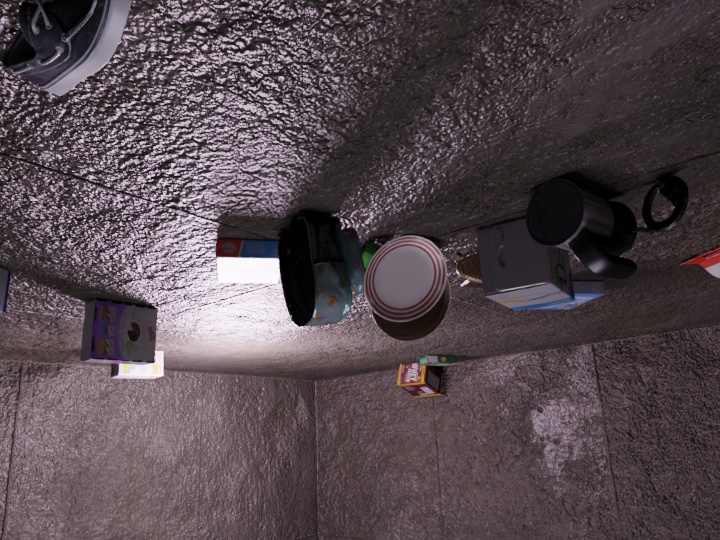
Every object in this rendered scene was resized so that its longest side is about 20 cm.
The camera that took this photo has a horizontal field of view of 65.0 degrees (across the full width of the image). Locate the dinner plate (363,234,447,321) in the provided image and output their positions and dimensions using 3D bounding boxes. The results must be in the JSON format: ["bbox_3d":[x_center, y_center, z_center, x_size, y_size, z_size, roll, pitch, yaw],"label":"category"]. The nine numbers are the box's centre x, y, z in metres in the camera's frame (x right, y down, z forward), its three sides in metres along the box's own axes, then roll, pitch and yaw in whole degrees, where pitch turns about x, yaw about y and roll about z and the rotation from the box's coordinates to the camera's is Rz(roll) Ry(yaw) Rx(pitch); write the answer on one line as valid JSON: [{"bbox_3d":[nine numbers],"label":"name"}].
[{"bbox_3d":[0.099,0.017,1.255,0.195,0.205,0.024,2,-160,-15],"label":"dinner plate"}]

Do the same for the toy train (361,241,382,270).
[{"bbox_3d":[0.000,0.000,1.314,0.055,0.042,0.201,20,145,-11],"label":"toy train"}]

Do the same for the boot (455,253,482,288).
[{"bbox_3d":[0.297,0.019,1.436,0.195,0.074,0.166,0,162,-22],"label":"boot"}]

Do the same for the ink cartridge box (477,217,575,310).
[{"bbox_3d":[0.359,-0.010,1.218,0.144,0.150,0.199,-12,162,32],"label":"ink cartridge box"}]

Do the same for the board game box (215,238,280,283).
[{"bbox_3d":[-0.251,-0.017,1.281,0.149,0.041,0.200,1,163,-14],"label":"board game box"}]

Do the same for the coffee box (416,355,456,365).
[{"bbox_3d":[0.427,0.504,3.154,0.196,0.045,0.123,6,161,-27],"label":"coffee box"}]

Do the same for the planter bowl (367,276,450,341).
[{"bbox_3d":[0.101,0.051,1.355,0.195,0.205,0.135,1,-169,-15],"label":"planter bowl"}]

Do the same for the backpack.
[{"bbox_3d":[-0.079,0.011,1.118,0.150,0.205,0.175,6,161,-28],"label":"backpack"}]

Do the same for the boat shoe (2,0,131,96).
[{"bbox_3d":[-0.280,-0.227,0.528,0.197,0.074,0.067,-8,166,42],"label":"boat shoe"}]

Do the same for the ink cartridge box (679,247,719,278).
[{"bbox_3d":[0.973,-0.020,1.467,0.195,0.051,0.162,-3,164,-13],"label":"ink cartridge box"}]

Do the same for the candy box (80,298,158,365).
[{"bbox_3d":[-0.704,0.185,1.661,0.071,0.172,0.198,-15,160,38],"label":"candy box"}]

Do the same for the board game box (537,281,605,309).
[{"bbox_3d":[0.611,0.079,1.749,0.195,0.044,0.199,1,162,-11],"label":"board game box"}]

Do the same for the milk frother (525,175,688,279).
[{"bbox_3d":[0.432,-0.105,0.986,0.185,0.181,0.203,9,117,-37],"label":"milk frother"}]

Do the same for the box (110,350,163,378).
[{"bbox_3d":[-0.978,0.412,2.480,0.197,0.115,0.100,12,157,-41],"label":"box"}]

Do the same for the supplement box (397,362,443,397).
[{"bbox_3d":[0.359,0.654,3.387,0.194,0.135,0.199,-15,139,37],"label":"supplement box"}]

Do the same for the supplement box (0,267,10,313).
[{"bbox_3d":[-0.869,0.026,1.214,0.099,0.106,0.200,-3,165,4],"label":"supplement box"}]
